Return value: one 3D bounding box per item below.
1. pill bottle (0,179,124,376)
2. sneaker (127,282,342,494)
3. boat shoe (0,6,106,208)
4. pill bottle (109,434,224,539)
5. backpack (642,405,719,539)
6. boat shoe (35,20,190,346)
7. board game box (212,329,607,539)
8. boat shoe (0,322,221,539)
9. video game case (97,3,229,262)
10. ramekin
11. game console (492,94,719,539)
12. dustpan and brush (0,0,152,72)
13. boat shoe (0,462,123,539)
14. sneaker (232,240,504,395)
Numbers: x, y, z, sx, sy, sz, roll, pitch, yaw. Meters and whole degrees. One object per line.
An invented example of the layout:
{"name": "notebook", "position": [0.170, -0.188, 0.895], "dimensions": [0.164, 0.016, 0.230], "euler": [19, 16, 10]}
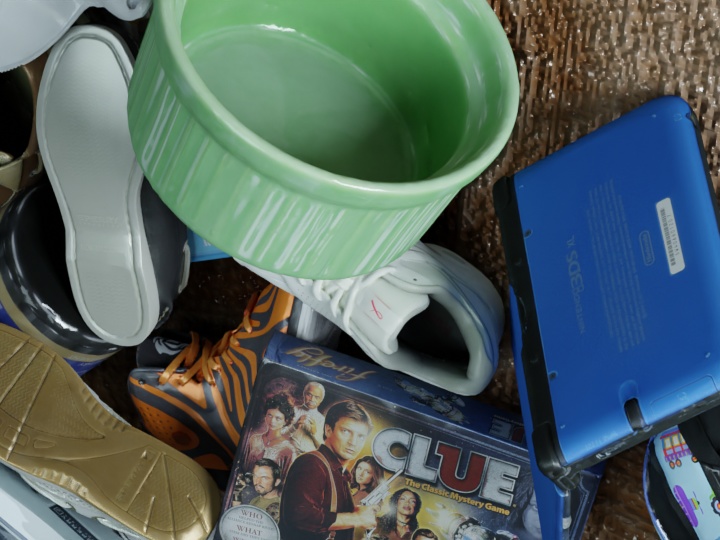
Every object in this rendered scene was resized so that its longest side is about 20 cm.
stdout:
{"name": "pill bottle", "position": [-0.223, 0.032, 1.723], "dimensions": [0.200, 0.112, 0.112], "euler": [-33, 92, 42]}
{"name": "sneaker", "position": [-0.077, 0.049, 1.636], "dimensions": [0.112, 0.078, 0.201], "euler": [23, 123, 10]}
{"name": "boat shoe", "position": [-0.207, -0.090, 1.658], "dimensions": [0.076, 0.074, 0.200], "euler": [51, 144, 10]}
{"name": "pill bottle", "position": [-0.156, 0.188, 1.753], "dimensions": [0.113, 0.112, 0.200], "euler": [48, 131, 6]}
{"name": "backpack", "position": [0.250, 0.121, 1.410], "dimensions": [0.200, 0.134, 0.182], "euler": [51, 132, 3]}
{"name": "boat shoe", "position": [-0.134, -0.056, 1.600], "dimensions": [0.073, 0.060, 0.201], "euler": [7, 121, 26]}
{"name": "board game box", "position": [0.026, 0.128, 1.573], "dimensions": [0.199, 0.035, 0.136], "euler": [19, 119, 6]}
{"name": "boat shoe", "position": [-0.172, 0.104, 1.636], "dimensions": [0.200, 0.071, 0.069], "euler": [37, 161, 6]}
{"name": "video game case", "position": [-0.109, -0.102, 1.604], "dimensions": [0.143, 0.018, 0.201], "euler": [-7, 107, 55]}
{"name": "ramekin", "position": [-0.026, -0.092, 1.466], "dimensions": [0.200, 0.200, 0.098], "euler": [43, 137, 10]}
{"name": "game console", "position": [0.134, 0.041, 1.444], "dimensions": [0.170, 0.201, 0.118], "euler": [-27, 134, 21]}
{"name": "dustpan and brush", "position": [-0.162, -0.161, 1.538], "dimensions": [0.057, 0.140, 0.200], "euler": [32, 176, -20]}
{"name": "boat shoe", "position": [-0.206, 0.169, 1.662], "dimensions": [0.200, 0.071, 0.091], "euler": [41, 110, 18]}
{"name": "sneaker", "position": [0.000, 0.000, 1.512], "dimensions": [0.199, 0.099, 0.078], "euler": [29, 103, -14]}
